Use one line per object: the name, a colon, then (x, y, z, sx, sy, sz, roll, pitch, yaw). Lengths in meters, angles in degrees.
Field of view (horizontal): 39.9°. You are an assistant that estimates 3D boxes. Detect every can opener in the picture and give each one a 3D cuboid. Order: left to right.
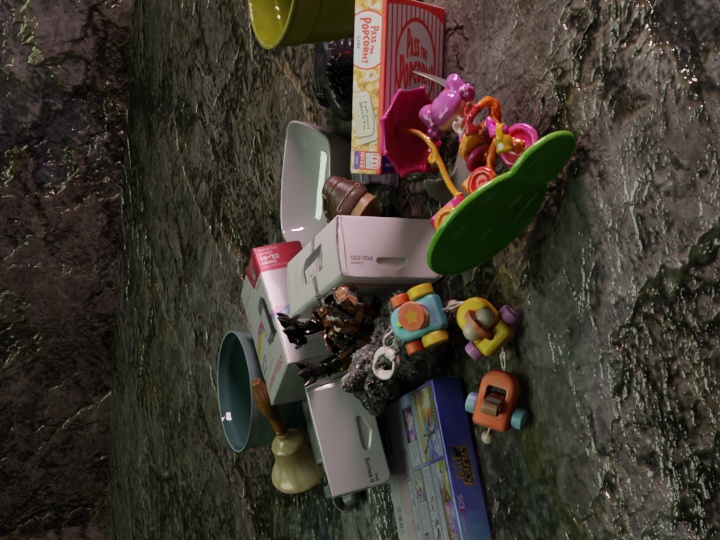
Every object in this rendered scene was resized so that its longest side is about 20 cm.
can opener: (-0.041, 0.287, 1.565, 0.066, 0.052, 0.202, -36, 54, 21)

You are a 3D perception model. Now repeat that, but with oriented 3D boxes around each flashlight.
flashlight: (0.019, -0.213, 1.360, 0.067, 0.068, 0.204, -5, 83, 33)

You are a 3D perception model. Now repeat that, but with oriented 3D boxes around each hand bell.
hand bell: (-0.128, 0.248, 1.576, 0.104, 0.103, 0.202, 48, 163, 55)

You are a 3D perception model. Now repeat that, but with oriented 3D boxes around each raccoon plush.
raccoon plush: (0.053, 0.097, 1.186, 0.135, 0.096, 0.200, -57, 10, -26)

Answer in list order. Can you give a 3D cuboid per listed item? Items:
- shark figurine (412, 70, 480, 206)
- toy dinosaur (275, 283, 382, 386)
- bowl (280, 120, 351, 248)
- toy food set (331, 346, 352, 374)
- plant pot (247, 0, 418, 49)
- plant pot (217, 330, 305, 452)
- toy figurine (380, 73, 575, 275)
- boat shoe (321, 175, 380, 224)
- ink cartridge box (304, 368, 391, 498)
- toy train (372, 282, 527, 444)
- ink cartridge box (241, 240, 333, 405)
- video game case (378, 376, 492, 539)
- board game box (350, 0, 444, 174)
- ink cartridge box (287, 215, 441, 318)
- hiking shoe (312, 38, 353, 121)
shark figurine: (0.106, -0.122, 1.139, 0.128, 0.088, 0.219, -168, 75, -64)
toy dinosaur: (-0.025, 0.085, 1.280, 0.103, 0.134, 0.201, -116, 1, -46)
bowl: (-0.056, -0.119, 1.517, 0.199, 0.073, 0.204, -143, 56, -60)
toy food set: (-0.044, 0.124, 1.543, 0.197, 0.048, 0.204, 164, 103, -65)
plant pot: (-0.028, -0.385, 1.286, 0.200, 0.190, 0.205, 178, 90, -66)
plant pot: (-0.156, 0.201, 1.699, 0.200, 0.132, 0.205, 178, 90, -65)
toy figurine: (0.101, -0.131, 1.041, 0.201, 0.149, 0.185, -49, 61, 27)
boat shoe: (-0.015, -0.079, 1.355, 0.071, 0.070, 0.200, -55, -10, -14)
ink cartridge box: (-0.021, 0.216, 1.352, 0.200, 0.083, 0.149, 124, 131, -84)
toy train: (0.100, 0.098, 1.105, 0.197, 0.055, 0.153, 20, 95, 25)
ink cartridge box: (-0.113, 0.080, 1.513, 0.148, 0.084, 0.203, 114, 143, -55)
video game case: (0.089, 0.255, 1.254, 0.181, 0.045, 0.204, 137, 127, -62)
board game box: (0.046, -0.219, 1.188, 0.046, 0.151, 0.204, 6, 100, 30)
ink cartridge box: (0.000, 0.000, 1.313, 0.200, 0.143, 0.086, 145, 122, -62)
hiking shoe: (-0.029, -0.274, 1.465, 0.102, 0.074, 0.202, 101, 163, -45)
